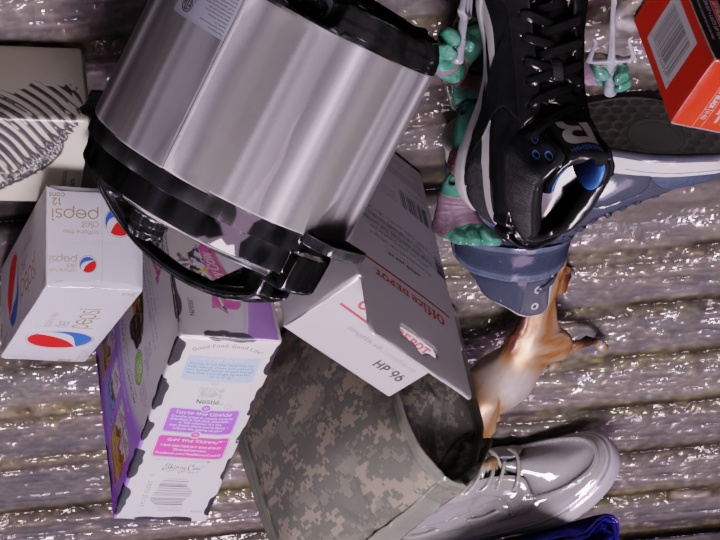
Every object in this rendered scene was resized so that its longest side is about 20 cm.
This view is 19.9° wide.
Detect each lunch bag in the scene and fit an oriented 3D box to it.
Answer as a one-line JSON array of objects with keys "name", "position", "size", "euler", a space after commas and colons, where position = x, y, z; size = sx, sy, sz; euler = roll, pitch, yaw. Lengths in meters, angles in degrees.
[{"name": "lunch bag", "position": [0.003, 0.126, 1.497], "size": [0.117, 0.201, 0.164], "euler": [28, 125, -37]}]

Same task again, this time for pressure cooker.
[{"name": "pressure cooker", "position": [-0.069, -0.087, 1.211], "size": [0.178, 0.176, 0.201], "euler": [25, 99, -18]}]

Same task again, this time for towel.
[{"name": "towel", "position": [0.106, 0.256, 1.714], "size": [0.199, 0.050, 0.147], "euler": [-20, 173, 37]}]

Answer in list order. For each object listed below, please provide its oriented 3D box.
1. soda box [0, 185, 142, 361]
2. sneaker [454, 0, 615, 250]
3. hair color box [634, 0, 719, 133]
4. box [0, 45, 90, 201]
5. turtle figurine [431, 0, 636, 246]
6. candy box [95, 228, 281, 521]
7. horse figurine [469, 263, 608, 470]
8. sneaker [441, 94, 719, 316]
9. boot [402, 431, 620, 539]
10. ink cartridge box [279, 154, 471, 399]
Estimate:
[{"name": "soda box", "position": [-0.193, 0.006, 1.351], "size": [0.063, 0.069, 0.200], "euler": [3, 164, -17]}, {"name": "sneaker", "position": [0.116, -0.109, 1.190], "size": [0.073, 0.112, 0.201], "euler": [-4, 115, -24]}, {"name": "hair color box", "position": [0.288, -0.134, 1.344], "size": [0.199, 0.102, 0.061], "euler": [8, 136, -24]}, {"name": "box", "position": [-0.272, -0.093, 1.275], "size": [0.199, 0.069, 0.082], "euler": [-1, 140, -14]}, {"name": "turtle figurine", "position": [0.096, -0.121, 1.297], "size": [0.149, 0.101, 0.201], "euler": [-4, 110, -23]}, {"name": "candy box", "position": [-0.123, 0.045, 1.396], "size": [0.071, 0.168, 0.200], "euler": [4, 138, -19]}, {"name": "horse figurine", "position": [0.111, 0.085, 1.562], "size": [0.200, 0.050, 0.132], "euler": [-45, 153, 5]}, {"name": "sneaker", "position": [0.158, -0.042, 1.424], "size": [0.201, 0.077, 0.147], "euler": [-1, 128, 2]}, {"name": "boot", "position": [0.108, 0.175, 1.677], "size": [0.199, 0.074, 0.096], "euler": [-26, 145, 18]}, {"name": "ink cartridge box", "position": [0.000, 0.000, 1.349], "size": [0.068, 0.201, 0.116], "euler": [-33, 136, 23]}]
